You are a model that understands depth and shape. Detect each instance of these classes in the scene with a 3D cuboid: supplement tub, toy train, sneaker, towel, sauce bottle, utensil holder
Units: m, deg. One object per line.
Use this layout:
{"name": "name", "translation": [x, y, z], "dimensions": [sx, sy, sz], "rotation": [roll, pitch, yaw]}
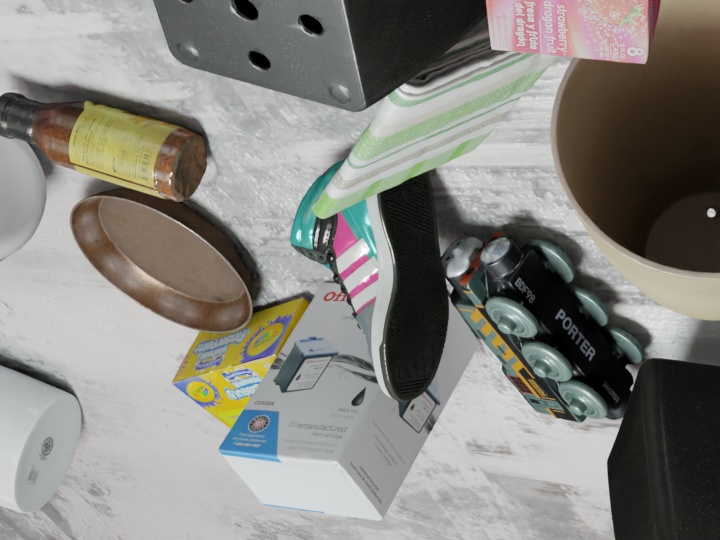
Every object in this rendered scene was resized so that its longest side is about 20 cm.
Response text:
{"name": "supplement tub", "translation": [-0.404, -0.058, 1.526], "dimensions": [0.144, 0.145, 0.200], "rotation": [40, 149, -18]}
{"name": "toy train", "translation": [0.143, 0.048, 1.273], "dimensions": [0.200, 0.085, 0.114], "rotation": [48, 156, -28]}
{"name": "sneaker", "translation": [0.000, 0.000, 1.265], "dimensions": [0.120, 0.083, 0.201], "rotation": [9, 106, 49]}
{"name": "towel", "translation": [0.050, -0.107, 1.063], "dimensions": [0.031, 0.149, 0.200], "rotation": [61, 154, 10]}
{"name": "sauce bottle", "translation": [-0.230, -0.114, 1.368], "dimensions": [0.199, 0.066, 0.066], "rotation": [19, 149, 20]}
{"name": "utensil holder", "translation": [-0.472, 0.194, 1.962], "dimensions": [0.199, 0.170, 0.170], "rotation": [17, 149, 15]}

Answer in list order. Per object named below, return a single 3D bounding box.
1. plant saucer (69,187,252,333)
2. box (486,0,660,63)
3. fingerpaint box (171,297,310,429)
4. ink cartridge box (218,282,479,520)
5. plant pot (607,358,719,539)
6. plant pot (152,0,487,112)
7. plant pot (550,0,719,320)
{"name": "plant saucer", "translation": [-0.185, -0.014, 1.513], "dimensions": [0.199, 0.035, 0.201], "rotation": [22, 149, 14]}
{"name": "box", "translation": [0.117, -0.218, 0.846], "dimensions": [0.094, 0.103, 0.200], "rotation": [8, 145, 16]}
{"name": "fingerpaint box", "translation": [-0.065, 0.117, 1.564], "dimensions": [0.167, 0.074, 0.200], "rotation": [40, 149, -21]}
{"name": "ink cartridge box", "translation": [-0.008, 0.109, 1.375], "dimensions": [0.146, 0.200, 0.086], "rotation": [-1, 138, 41]}
{"name": "plant pot", "translation": [0.295, 0.201, 1.203], "dimensions": [0.199, 0.178, 0.200], "rotation": [8, 149, 4]}
{"name": "plant pot", "translation": [-0.027, -0.211, 0.922], "dimensions": [0.199, 0.178, 0.200], "rotation": [18, 150, 21]}
{"name": "plant pot", "translation": [0.220, -0.047, 0.982], "dimensions": [0.187, 0.188, 0.200], "rotation": [19, 164, 18]}
